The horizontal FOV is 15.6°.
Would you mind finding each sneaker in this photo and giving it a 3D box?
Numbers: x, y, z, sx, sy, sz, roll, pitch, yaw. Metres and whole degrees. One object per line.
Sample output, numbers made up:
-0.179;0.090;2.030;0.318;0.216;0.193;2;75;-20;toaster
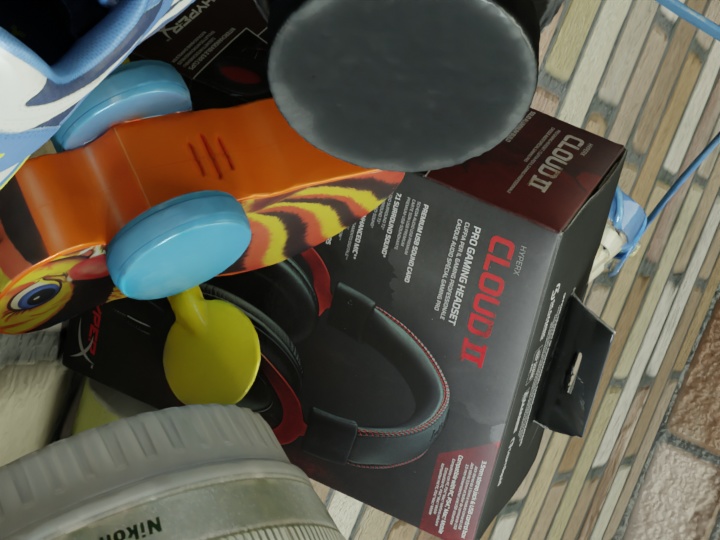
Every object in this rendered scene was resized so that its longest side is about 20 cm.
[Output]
-0.074;-0.101;0.755;0.201;0.074;0.082;-59;-171;-34;sneaker

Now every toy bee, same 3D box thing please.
-0.089;-0.020;0.851;0.109;0.199;0.132;-43;-137;42;toy bee

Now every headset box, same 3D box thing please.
0.000;0.000;0.971;0.075;0.199;0.149;-48;158;-52;headset box

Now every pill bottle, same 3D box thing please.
0.016;-0.134;0.870;0.112;0.111;0.201;97;-3;-48;pill bottle

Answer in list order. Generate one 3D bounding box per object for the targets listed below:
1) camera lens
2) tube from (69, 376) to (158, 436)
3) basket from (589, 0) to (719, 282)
-0.055;0.164;0.823;0.159;0.201;0.160;-22;160;-8;camera lens
-0.113;0.129;1.075;0.058;0.052;0.201;-7;129;-38;tube
0.056;-0.064;1.163;0.200;0.176;0.139;-53;180;-2;basket
